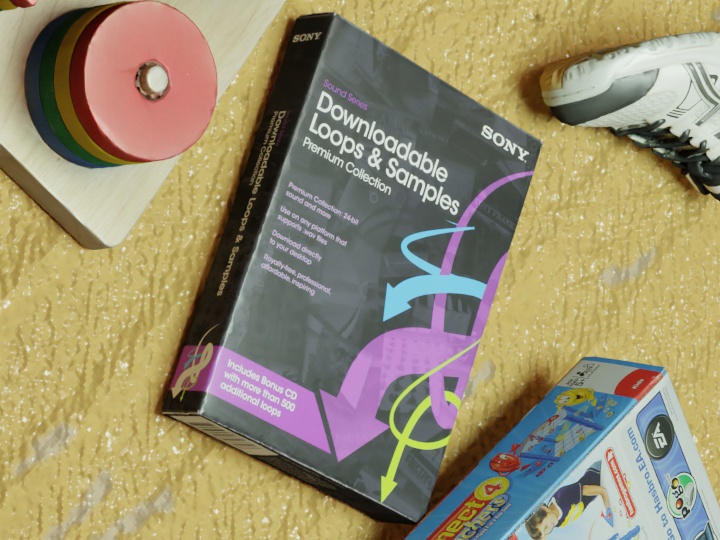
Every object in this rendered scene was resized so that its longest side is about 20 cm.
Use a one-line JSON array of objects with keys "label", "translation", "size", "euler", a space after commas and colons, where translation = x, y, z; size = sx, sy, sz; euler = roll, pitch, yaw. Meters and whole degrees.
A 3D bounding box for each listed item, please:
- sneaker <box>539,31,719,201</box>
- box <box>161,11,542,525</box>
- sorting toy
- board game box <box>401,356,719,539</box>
[{"label": "sneaker", "translation": [0.177, -0.076, 1.422], "size": [0.200, 0.076, 0.088], "euler": [-5, 92, -38]}, {"label": "box", "translation": [0.000, 0.000, 1.305], "size": [0.143, 0.036, 0.200], "euler": [28, 71, -35]}, {"label": "sorting toy", "translation": [-0.109, -0.147, 1.202], "size": [0.199, 0.070, 0.200], "euler": [46, 62, -28]}, {"label": "board game box", "translation": [0.101, 0.179, 1.347], "size": [0.196, 0.056, 0.200], "euler": [-42, 123, -31]}]
